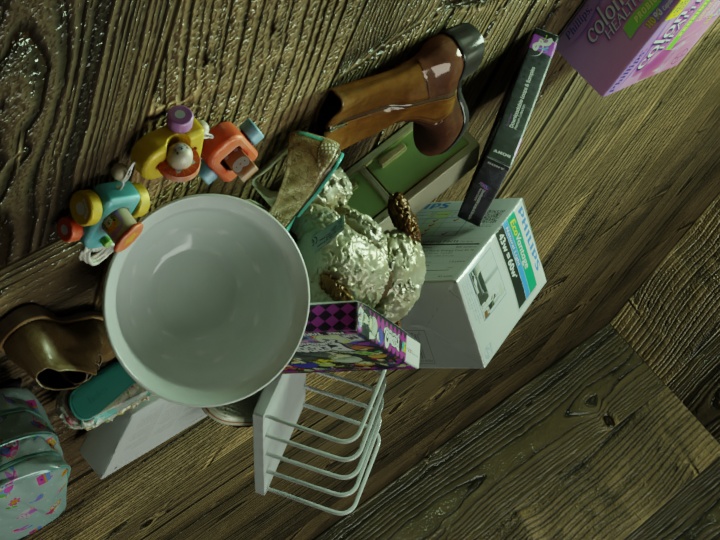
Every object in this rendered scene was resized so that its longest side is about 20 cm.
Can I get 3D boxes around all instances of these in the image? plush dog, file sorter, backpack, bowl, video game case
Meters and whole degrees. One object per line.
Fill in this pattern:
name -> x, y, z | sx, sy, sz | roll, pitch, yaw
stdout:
plush dog -> 0.000, 0.000, 1.577 | 0.171, 0.160, 0.201 | 5, 110, -41
file sorter -> -0.044, 0.178, 1.722 | 0.200, 0.124, 0.139 | 94, 16, -56
backpack -> -0.358, 0.196, 1.442 | 0.167, 0.127, 0.200 | -28, 158, -31
bowl -> -0.155, 0.025, 1.410 | 0.201, 0.201, 0.090 | -38, -165, -11
video game case -> -0.060, 0.073, 1.530 | 0.199, 0.036, 0.181 | -4, 163, 21

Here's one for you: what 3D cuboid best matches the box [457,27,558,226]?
box -> 0.174, -0.169, 1.733 | 0.143, 0.036, 0.201 | 111, 0, -61

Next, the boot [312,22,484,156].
boot -> 0.033, -0.154, 1.533 | 0.200, 0.069, 0.188 | -32, 163, -29

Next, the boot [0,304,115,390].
boot -> -0.278, 0.084, 1.414 | 0.074, 0.076, 0.200 | -43, 165, 10

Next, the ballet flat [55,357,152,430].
ballet flat -> -0.252, 0.114, 1.612 | 0.200, 0.076, 0.064 | -24, 179, -31

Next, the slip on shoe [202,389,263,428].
slip on shoe -> -0.145, 0.161, 1.741 | 0.061, 0.074, 0.200 | -42, 170, 11

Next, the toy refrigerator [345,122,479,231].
toy refrigerator -> 0.038, -0.101, 1.682 | 0.200, 0.076, 0.070 | -38, 165, -10

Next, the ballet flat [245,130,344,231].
ballet flat -> -0.088, -0.066, 1.490 | 0.200, 0.065, 0.071 | -56, -175, 30

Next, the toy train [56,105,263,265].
toy train -> -0.166, -0.066, 1.281 | 0.200, 0.056, 0.150 | -40, 159, -4

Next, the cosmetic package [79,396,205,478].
cosmetic package -> -0.230, 0.151, 1.751 | 0.200, 0.052, 0.151 | -29, 159, -40

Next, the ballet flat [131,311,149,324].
ballet flat -> -0.205, 0.049, 1.522 | 0.064, 0.067, 0.200 | -59, 157, -11

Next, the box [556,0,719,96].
box -> 0.367, -0.328, 1.815 | 0.200, 0.097, 0.176 | -24, 158, -46

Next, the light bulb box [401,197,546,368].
light bulb box -> 0.093, 0.014, 1.794 | 0.198, 0.125, 0.200 | -1, -150, 34
